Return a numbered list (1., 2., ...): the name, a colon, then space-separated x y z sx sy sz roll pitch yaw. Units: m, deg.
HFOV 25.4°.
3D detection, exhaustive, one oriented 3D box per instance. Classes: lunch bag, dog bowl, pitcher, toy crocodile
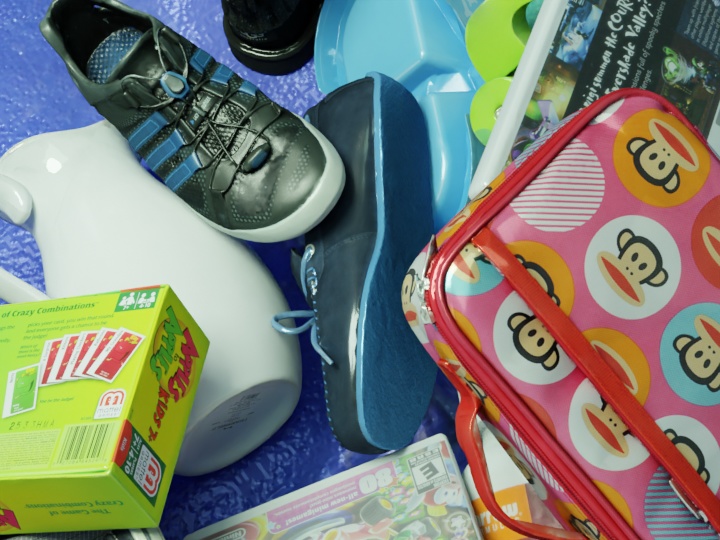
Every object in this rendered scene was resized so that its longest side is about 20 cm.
1. lunch bag: 0.115 0.040 0.705 0.176 0.082 0.200 -42 94 -14
2. dog bowl: 0.033 -0.090 0.893 0.049 0.111 0.202 7 62 -38
3. pitcher: -0.135 0.012 0.846 0.171 0.122 0.201 -13 57 -42
4. toy crocodile: 0.115 -0.054 0.821 0.062 0.067 0.201 -36 77 30

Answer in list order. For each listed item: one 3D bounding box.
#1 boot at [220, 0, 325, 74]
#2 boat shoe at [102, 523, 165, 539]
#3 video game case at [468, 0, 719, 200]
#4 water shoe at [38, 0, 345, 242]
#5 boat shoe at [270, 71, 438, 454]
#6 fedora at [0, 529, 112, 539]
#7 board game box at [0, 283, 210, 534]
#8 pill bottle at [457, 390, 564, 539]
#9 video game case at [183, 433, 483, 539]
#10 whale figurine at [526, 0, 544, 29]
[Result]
1. boot: -0.039 -0.234 0.927 0.079 0.158 0.213 9 70 11
2. boat shoe: -0.113 0.209 0.734 0.062 0.075 0.202 -1 103 -24
3. video game case: 0.163 -0.075 0.805 0.181 0.023 0.201 29 63 -12
4. water shoe: -0.094 -0.081 0.817 0.199 0.079 0.072 33 85 33
5. boat shoe: 0.000 0.000 0.825 0.068 0.084 0.202 -13 59 32
6. fedora: -0.190 0.159 0.813 0.198 0.177 0.091 -8 101 19
7. board game box: -0.177 0.070 0.753 0.198 0.048 0.102 -6 49 24
8. pill bottle: 0.107 0.140 0.779 0.108 0.110 0.202 -11 72 3
9. video game case: -0.004 0.168 0.712 0.142 0.018 0.201 -22 37 3
10. whale figurine: 0.150 -0.173 0.908 0.158 0.104 0.202 16 71 14
